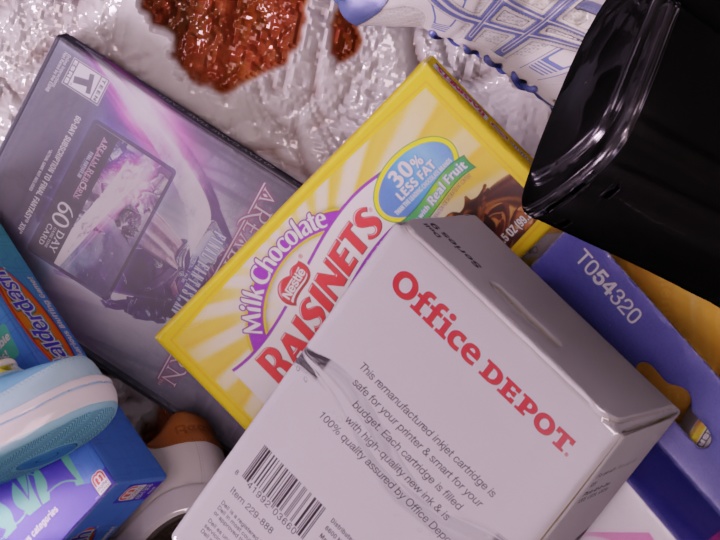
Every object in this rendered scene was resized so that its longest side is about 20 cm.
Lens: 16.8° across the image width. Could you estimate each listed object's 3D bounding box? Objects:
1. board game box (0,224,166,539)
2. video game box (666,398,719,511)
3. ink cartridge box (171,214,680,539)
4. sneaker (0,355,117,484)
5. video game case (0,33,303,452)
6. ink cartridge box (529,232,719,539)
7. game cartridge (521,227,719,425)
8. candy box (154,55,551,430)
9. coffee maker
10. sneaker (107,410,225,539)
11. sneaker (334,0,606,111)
[{"bbox_3d":[-0.208,0.078,1.270,0.152,0.045,0.200,-47,66,25],"label":"board game box"},{"bbox_3d":[0.199,0.185,1.203,0.181,0.047,0.201,28,110,-1],"label":"video game box"},{"bbox_3d":[0.030,0.095,1.130,0.146,0.084,0.200,44,112,18],"label":"ink cartridge box"},{"bbox_3d":[-0.213,0.047,1.200,0.199,0.079,0.131,-23,79,30],"label":"sneaker"},{"bbox_3d":[-0.107,-0.012,1.281,0.199,0.019,0.143,33,107,8],"label":"video game case"},{"bbox_3d":[0.095,0.114,1.171,0.197,0.043,0.200,49,116,13],"label":"ink cartridge box"},{"bbox_3d":[0.091,0.043,1.221,0.198,0.032,0.178,-3,103,14],"label":"game cartridge"},{"bbox_3d":[0.000,0.000,1.201,0.102,0.026,0.200,45,107,1],"label":"candy box"},{"bbox_3d":[0.183,-0.028,1.080,0.199,0.193,0.135,26,133,-12],"label":"coffee maker"},{"bbox_3d":[-0.136,0.147,1.304,0.200,0.073,0.085,-38,46,30],"label":"sneaker"},{"bbox_3d":[0.082,-0.115,1.180,0.198,0.075,0.089,2,101,16],"label":"sneaker"}]
